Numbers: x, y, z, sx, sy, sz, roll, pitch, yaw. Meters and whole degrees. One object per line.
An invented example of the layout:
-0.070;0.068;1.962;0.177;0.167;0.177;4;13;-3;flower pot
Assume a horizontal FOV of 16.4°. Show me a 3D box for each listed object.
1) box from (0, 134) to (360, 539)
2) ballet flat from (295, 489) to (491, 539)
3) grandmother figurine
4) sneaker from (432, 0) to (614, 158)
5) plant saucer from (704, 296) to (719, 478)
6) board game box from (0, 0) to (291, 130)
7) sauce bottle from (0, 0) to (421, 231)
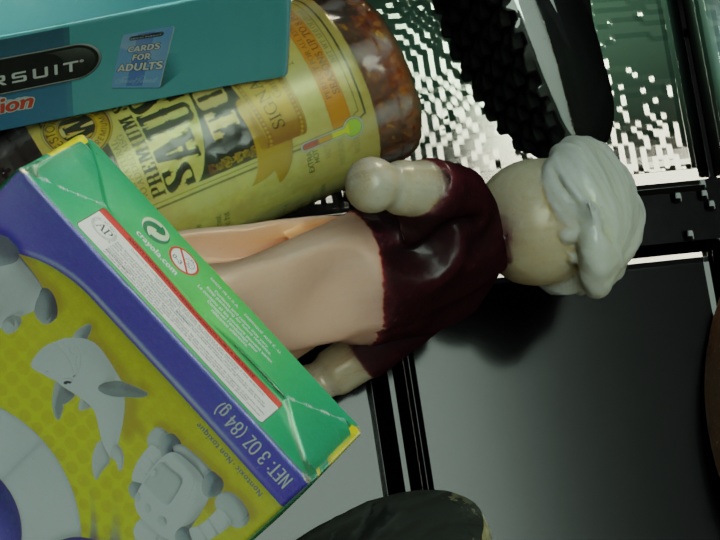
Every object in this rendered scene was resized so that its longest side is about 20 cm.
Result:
-0.109;0.070;0.707;0.117;0.048;0.200;46;116;2;box
-0.031;0.144;0.768;0.066;0.057;0.200;27;64;40;ballet flat
0.000;0.000;0.770;0.200;0.121;0.061;-15;70;-22;grandmother figurine
0.061;-0.137;0.839;0.090;0.070;0.200;-19;80;-15;sneaker
0.214;0.035;0.818;0.200;0.034;0.201;-2;69;4;plant saucer
-0.138;-0.111;0.769;0.200;0.047;0.151;-13;57;-13;board game box
-0.079;-0.026;0.784;0.200;0.066;0.066;-26;83;-18;sauce bottle
